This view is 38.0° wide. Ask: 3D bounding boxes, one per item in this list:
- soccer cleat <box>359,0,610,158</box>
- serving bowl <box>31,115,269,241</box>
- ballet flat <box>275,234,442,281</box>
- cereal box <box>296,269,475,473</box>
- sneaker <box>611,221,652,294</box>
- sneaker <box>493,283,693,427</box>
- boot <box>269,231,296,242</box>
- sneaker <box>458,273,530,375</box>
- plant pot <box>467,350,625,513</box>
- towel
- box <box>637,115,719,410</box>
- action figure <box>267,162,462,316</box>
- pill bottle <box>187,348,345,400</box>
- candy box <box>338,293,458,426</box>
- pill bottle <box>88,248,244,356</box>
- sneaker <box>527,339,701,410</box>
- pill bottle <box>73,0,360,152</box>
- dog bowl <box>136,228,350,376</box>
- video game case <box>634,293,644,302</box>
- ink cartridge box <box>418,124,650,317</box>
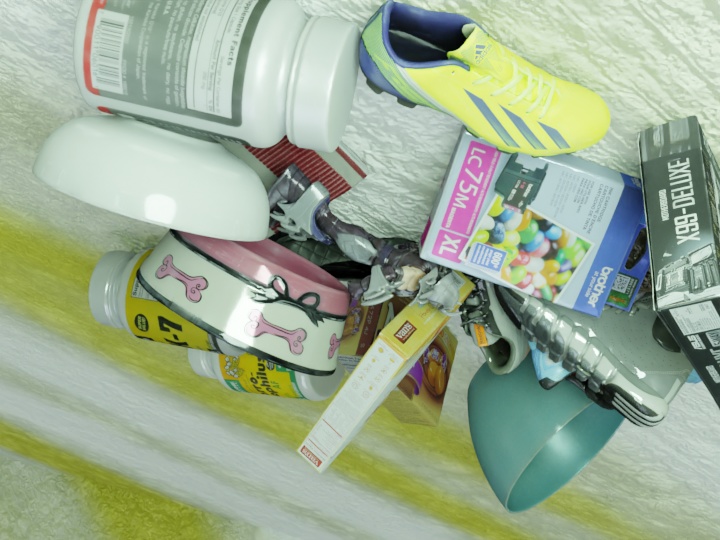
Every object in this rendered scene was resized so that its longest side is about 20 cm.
[{"bbox_3d":[0.093,-0.140,0.763,0.197,0.066,0.084,19,154,-2],"label":"soccer cleat"},{"bbox_3d":[-0.163,-0.085,0.860,0.197,0.067,0.200,18,-171,-3],"label":"serving bowl"},{"bbox_3d":[0.000,0.000,1.080,0.197,0.058,0.067,1,148,-23],"label":"ballet flat"},{"bbox_3d":[0.023,0.096,1.019,0.039,0.144,0.201,39,132,7],"label":"cereal box"},{"bbox_3d":[0.190,-0.028,0.950,0.196,0.072,0.076,7,-162,1],"label":"sneaker"},{"bbox_3d":[0.226,0.041,0.974,0.200,0.116,0.075,42,167,13],"label":"sneaker"},{"bbox_3d":[-0.150,-0.048,1.116,0.160,0.074,0.199,18,149,-8],"label":"boot"},{"bbox_3d":[0.125,0.022,1.044,0.073,0.080,0.201,1,134,43],"label":"sneaker"},{"bbox_3d":[0.201,0.162,1.221,0.135,0.199,0.201,47,171,30],"label":"plant pot"},{"bbox_3d":[-0.108,-0.091,0.978,0.198,0.023,0.144,-27,131,28],"label":"towel"},{"bbox_3d":[0.276,0.003,0.820,0.049,0.160,0.200,-15,144,27],"label":"box"},{"bbox_3d":[0.007,-0.016,0.932,0.198,0.070,0.130,33,-171,8],"label":"action figure"},{"bbox_3d":[-0.126,0.106,1.378,0.197,0.114,0.113,3,153,30],"label":"pill bottle"},{"bbox_3d":[0.044,0.089,1.221,0.056,0.118,0.200,2,151,29],"label":"candy box"},{"bbox_3d":[-0.228,0.035,1.296,0.197,0.116,0.115,8,155,21],"label":"pill bottle"},{"bbox_3d":[0.256,0.098,1.047,0.196,0.092,0.078,7,159,-13],"label":"sneaker"},{"bbox_3d":[-0.105,-0.159,0.796,0.197,0.116,0.114,14,156,8],"label":"pill bottle"},{"bbox_3d":[-0.095,0.014,0.932,0.198,0.075,0.200,27,-175,-3],"label":"dog bowl"},{"bbox_3d":[0.281,0.049,1.086,0.199,0.026,0.179,32,152,-29],"label":"video game case"},{"bbox_3d":[0.160,-0.038,0.885,0.197,0.042,0.121,17,113,-4],"label":"ink cartridge box"}]
